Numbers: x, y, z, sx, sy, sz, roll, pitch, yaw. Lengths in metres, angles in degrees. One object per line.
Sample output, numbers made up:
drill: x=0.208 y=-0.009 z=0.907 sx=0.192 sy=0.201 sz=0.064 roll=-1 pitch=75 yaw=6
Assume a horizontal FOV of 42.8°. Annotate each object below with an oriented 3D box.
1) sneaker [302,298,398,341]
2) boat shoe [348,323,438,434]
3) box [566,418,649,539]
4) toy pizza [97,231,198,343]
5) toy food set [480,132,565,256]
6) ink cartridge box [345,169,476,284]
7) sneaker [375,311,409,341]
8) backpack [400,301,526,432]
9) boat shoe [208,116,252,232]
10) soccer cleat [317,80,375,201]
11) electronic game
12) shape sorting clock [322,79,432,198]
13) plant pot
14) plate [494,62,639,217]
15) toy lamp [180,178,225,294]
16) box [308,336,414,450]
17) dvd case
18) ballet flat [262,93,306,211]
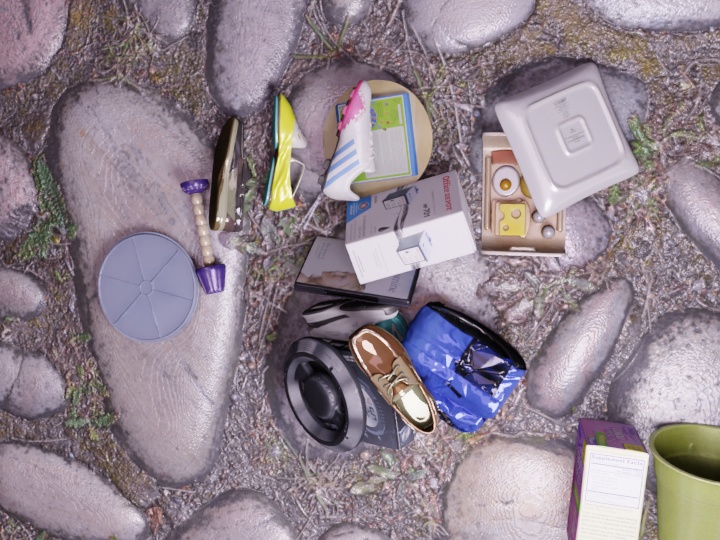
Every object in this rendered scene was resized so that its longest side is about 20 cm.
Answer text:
sneaker: x=-0.003 y=0.106 z=1.576 sx=0.199 sy=0.075 sz=0.117 roll=-10 pitch=104 yaw=40
boat shoe: x=0.059 y=0.169 z=1.408 sx=0.075 sy=0.074 sz=0.201 roll=-39 pitch=104 yaw=2
box: x=0.394 y=0.362 z=1.482 sx=0.095 sy=0.176 sz=0.203 roll=7 pitch=96 yaw=9
toy pizza: x=-0.386 y=0.031 z=1.677 sx=0.197 sy=0.032 sz=0.204 roll=1 pitch=93 yaw=11
toy food set: x=0.271 y=-0.126 z=1.525 sx=0.141 sy=0.060 sz=0.204 roll=1 pitch=94 yaw=10
ink cartridge box: x=0.080 y=-0.072 z=1.513 sx=0.197 sy=0.147 sz=0.087 roll=-17 pitch=121 yaw=11
sneaker: x=0.046 y=0.168 z=1.582 sx=0.076 sy=0.080 sz=0.203 roll=8 pitch=95 yaw=10
backpack: x=0.155 y=0.156 z=1.512 sx=0.199 sy=0.163 sz=0.169 roll=37 pitch=89 yaw=9
boat shoe: x=-0.223 y=-0.165 z=1.616 sx=0.065 sy=0.071 sz=0.204 roll=12 pitch=80 yaw=-28
soccer cleat: x=-0.004 y=-0.212 z=1.535 sx=0.085 sy=0.070 sz=0.203 roll=20 pitch=103 yaw=0
electronic game: x=-0.061 y=0.206 z=1.521 sx=0.199 sy=0.041 sz=0.203 roll=25 pitch=125 yaw=41
shape sorting clock: x=0.029 y=-0.223 z=1.574 sx=0.197 sy=0.039 sz=0.204 roll=1 pitch=95 yaw=15
plant pot: x=0.548 y=0.375 z=1.463 sx=0.197 sy=0.200 sz=0.193 roll=6 pitch=108 yaw=10
plate: x=0.340 y=-0.215 z=1.480 sx=0.197 sy=0.032 sz=0.202 roll=-24 pitch=91 yaw=-13
toy lamp: x=-0.277 y=-0.059 z=1.638 sx=0.057 sy=0.058 sz=0.203 roll=-9 pitch=91 yaw=11
box: x=-0.009 y=0.202 z=1.534 sx=0.198 sy=0.043 sz=0.163 roll=5 pitch=108 yaw=40
dvd case: x=0.000 y=0.000 z=1.552 sx=0.197 sy=0.143 sz=0.018 roll=9 pitch=128 yaw=10
ballet flat: x=-0.128 y=-0.203 z=1.601 sx=0.066 sy=0.067 sz=0.203 roll=5 pitch=99 yaw=-11
